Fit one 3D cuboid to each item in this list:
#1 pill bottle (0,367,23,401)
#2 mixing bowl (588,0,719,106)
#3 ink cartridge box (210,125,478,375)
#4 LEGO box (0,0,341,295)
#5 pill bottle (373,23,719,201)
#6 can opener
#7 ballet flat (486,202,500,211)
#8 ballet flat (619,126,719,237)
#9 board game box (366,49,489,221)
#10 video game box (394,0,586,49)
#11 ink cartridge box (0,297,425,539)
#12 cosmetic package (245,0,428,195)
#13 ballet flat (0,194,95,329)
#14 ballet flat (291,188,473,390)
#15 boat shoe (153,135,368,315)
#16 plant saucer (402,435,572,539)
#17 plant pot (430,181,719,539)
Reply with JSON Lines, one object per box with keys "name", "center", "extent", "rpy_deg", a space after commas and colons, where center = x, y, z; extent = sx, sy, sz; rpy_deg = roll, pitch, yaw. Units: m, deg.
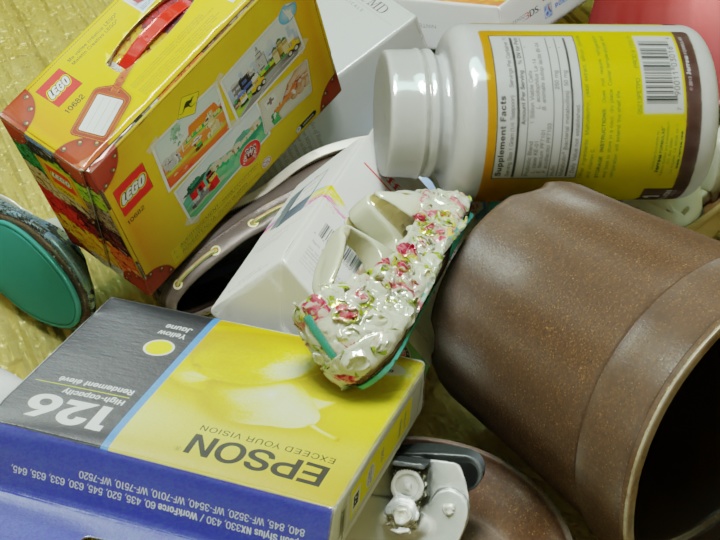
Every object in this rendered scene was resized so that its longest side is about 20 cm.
{"name": "pill bottle", "center": [-0.254, 0.098, 1.001], "extent": [0.199, 0.114, 0.113], "rpy_deg": [22, 48, 28]}
{"name": "mixing bowl", "center": [0.243, -0.186, 1.213], "extent": [0.199, 0.109, 0.200], "rpy_deg": [-11, 15, 3]}
{"name": "ink cartridge box", "center": [0.000, 0.000, 1.061], "extent": [0.067, 0.117, 0.200], "rpy_deg": [-34, 14, 33]}
{"name": "LEGO box", "center": [-0.112, -0.107, 1.084], "extent": [0.077, 0.149, 0.200], "rpy_deg": [33, 70, 26]}
{"name": "pill bottle", "center": [0.111, -0.097, 1.058], "extent": [0.199, 0.110, 0.110], "rpy_deg": [-1, 41, -8]}
{"name": "can opener", "center": [-0.032, 0.119, 0.957], "extent": [0.199, 0.053, 0.066], "rpy_deg": [5, 9, 10]}
{"name": "ballet flat", "center": [0.110, -0.066, 1.144], "extent": [0.063, 0.069, 0.201], "rpy_deg": [-12, 70, -30]}
{"name": "ballet flat", "center": [0.222, -0.058, 1.150], "extent": [0.200, 0.063, 0.069], "rpy_deg": [-34, 51, -28]}
{"name": "board game box", "center": [0.072, -0.109, 1.257], "extent": [0.151, 0.037, 0.200], "rpy_deg": [-21, 44, -17]}
{"name": "video game box", "center": [0.082, -0.228, 1.339], "extent": [0.199, 0.047, 0.182], "rpy_deg": [12, 38, 38]}
{"name": "ink cartridge box", "center": [-0.089, 0.090, 0.893], "extent": [0.197, 0.047, 0.200], "rpy_deg": [12, 28, 16]}
{"name": "cosmetic package", "center": [-0.054, -0.119, 1.220], "extent": [0.200, 0.071, 0.101], "rpy_deg": [-39, 48, -13]}
{"name": "ballet flat", "center": [-0.237, -0.022, 1.176], "extent": [0.199, 0.074, 0.074], "rpy_deg": [28, 51, 28]}
{"name": "ballet flat", "center": [0.015, -0.008, 0.957], "extent": [0.064, 0.076, 0.200], "rpy_deg": [44, 30, -8]}
{"name": "boat shoe", "center": [-0.049, -0.028, 1.151], "extent": [0.199, 0.072, 0.060], "rpy_deg": [-23, 53, -9]}
{"name": "plant saucer", "center": [0.019, 0.175, 0.941], "extent": [0.199, 0.037, 0.201], "rpy_deg": [-3, 41, 2]}
{"name": "plant pot", "center": [0.156, 0.054, 0.959], "extent": [0.200, 0.201, 0.198], "rpy_deg": [-28, 38, -24]}
